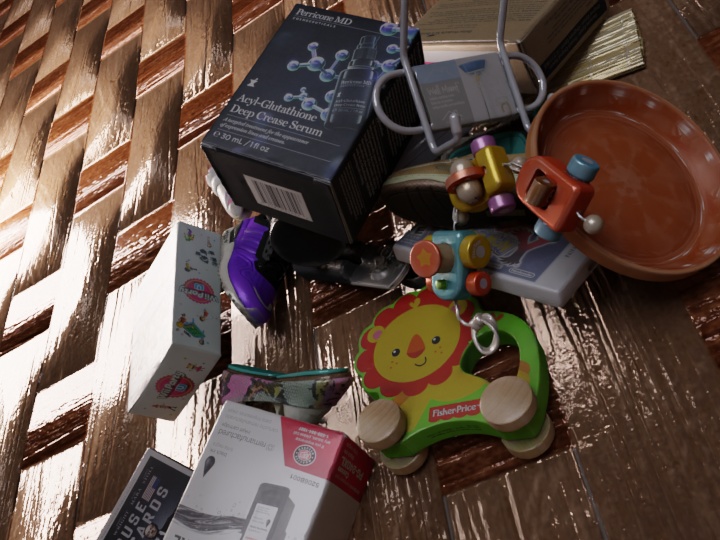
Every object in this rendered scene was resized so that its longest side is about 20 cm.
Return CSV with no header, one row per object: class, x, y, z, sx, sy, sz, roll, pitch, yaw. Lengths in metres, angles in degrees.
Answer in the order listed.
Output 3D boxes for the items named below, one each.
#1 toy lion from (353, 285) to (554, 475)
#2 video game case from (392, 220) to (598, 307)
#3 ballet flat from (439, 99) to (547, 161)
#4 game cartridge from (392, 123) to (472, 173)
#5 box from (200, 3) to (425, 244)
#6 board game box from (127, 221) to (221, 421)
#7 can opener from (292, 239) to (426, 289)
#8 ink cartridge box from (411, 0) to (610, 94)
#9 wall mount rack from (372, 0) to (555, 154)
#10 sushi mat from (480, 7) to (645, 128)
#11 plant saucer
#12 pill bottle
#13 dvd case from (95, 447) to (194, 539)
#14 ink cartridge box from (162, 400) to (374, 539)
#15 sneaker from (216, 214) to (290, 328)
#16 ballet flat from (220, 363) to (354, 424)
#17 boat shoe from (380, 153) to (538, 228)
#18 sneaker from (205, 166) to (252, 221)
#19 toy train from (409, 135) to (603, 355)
toy lion,0.082,0.090,0.721,0.199,0.069,0.193,-15,43,28
video game case,0.160,-0.050,0.744,0.199,0.023,0.182,17,50,44
ballet flat,0.175,-0.136,0.782,0.199,0.072,0.072,-16,48,5
game cartridge,0.063,-0.162,0.880,0.133,0.041,0.200,-36,18,4
box,-0.037,-0.152,0.759,0.148,0.107,0.201,18,65,22
board game box,-0.232,0.062,0.934,0.148,0.064,0.201,-50,34,35
can opener,0.000,0.000,0.859,0.199,0.067,0.054,5,61,54
ink cartridge box,0.168,-0.292,0.900,0.199,0.075,0.165,19,61,47
wall mount rack,0.103,-0.205,0.696,0.199,0.175,0.074,-16,-4,-24
sushi mat,0.231,-0.238,0.882,0.199,0.012,0.096,-18,49,27
plant saucer,0.237,-0.081,0.661,0.032,0.199,0.201,122,164,-60
pill bottle,-0.057,-0.105,0.873,0.111,0.112,0.201,-22,43,22
dvd case,-0.208,0.292,0.809,0.199,0.025,0.151,10,65,41
ink cartridge box,-0.094,0.243,0.699,0.144,0.083,0.201,9,63,27
sneaker,-0.118,-0.017,0.926,0.099,0.070,0.201,-28,35,8
ballet flat,-0.082,0.138,0.806,0.199,0.069,0.072,-5,80,43
boat shoe,0.120,-0.088,0.728,0.199,0.072,0.077,4,61,17
sneaker,-0.105,-0.126,1.014,0.199,0.081,0.089,-25,73,7
toy train,0.107,-0.030,0.628,0.151,0.055,0.201,57,134,39
